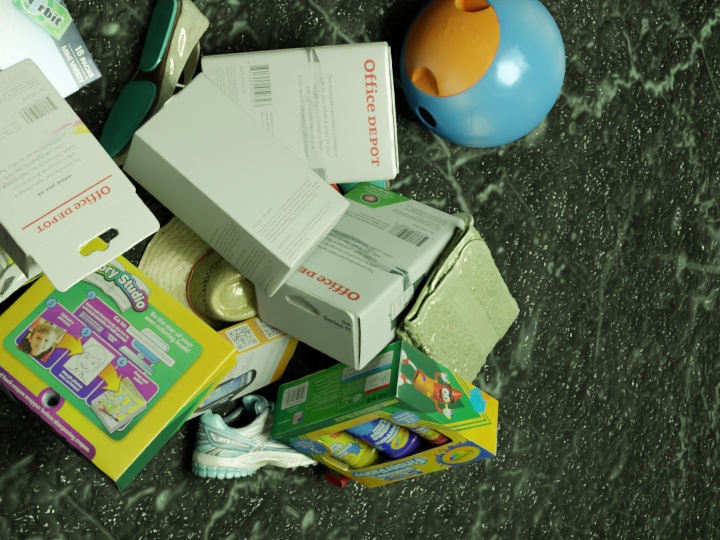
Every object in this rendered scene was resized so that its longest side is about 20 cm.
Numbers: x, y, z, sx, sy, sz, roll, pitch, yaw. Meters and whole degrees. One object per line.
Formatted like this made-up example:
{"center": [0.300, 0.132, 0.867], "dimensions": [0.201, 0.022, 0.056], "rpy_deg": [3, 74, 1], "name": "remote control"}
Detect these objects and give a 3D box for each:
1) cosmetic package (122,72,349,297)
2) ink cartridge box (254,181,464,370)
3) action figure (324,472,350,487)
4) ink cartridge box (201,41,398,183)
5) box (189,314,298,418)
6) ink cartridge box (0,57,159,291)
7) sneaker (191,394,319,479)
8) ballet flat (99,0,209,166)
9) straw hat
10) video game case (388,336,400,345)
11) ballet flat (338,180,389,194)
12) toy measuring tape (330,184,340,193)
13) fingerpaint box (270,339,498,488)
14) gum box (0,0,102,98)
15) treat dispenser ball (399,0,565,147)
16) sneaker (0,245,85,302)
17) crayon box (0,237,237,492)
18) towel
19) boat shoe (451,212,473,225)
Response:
{"center": [-0.124, -0.085, 1.023], "dimensions": [0.200, 0.085, 0.108], "rpy_deg": [42, 59, 0], "name": "cosmetic package"}
{"center": [0.000, 0.000, 1.123], "dimensions": [0.200, 0.147, 0.083], "rpy_deg": [-39, 143, -38], "name": "ink cartridge box"}
{"center": [0.033, 0.213, 1.337], "dimensions": [0.200, 0.052, 0.065], "rpy_deg": [-21, 121, -40], "name": "action figure"}
{"center": [-0.061, -0.167, 1.112], "dimensions": [0.200, 0.083, 0.147], "rpy_deg": [-4, 102, 3], "name": "ink cartridge box"}
{"center": [-0.164, 0.113, 1.132], "dimensions": [0.200, 0.041, 0.119], "rpy_deg": [-19, 154, -33], "name": "box"}
{"center": [-0.285, -0.076, 0.918], "dimensions": [0.117, 0.067, 0.200], "rpy_deg": [-36, 85, -27], "name": "ink cartridge box"}
{"center": [-0.104, 0.189, 1.212], "dimensions": [0.200, 0.078, 0.086], "rpy_deg": [-5, 97, -37], "name": "sneaker"}
{"center": [-0.209, -0.191, 1.075], "dimensions": [0.062, 0.067, 0.200], "rpy_deg": [29, 80, -47], "name": "ballet flat"}
{"center": [-0.141, 0.017, 1.146], "dimensions": [0.201, 0.085, 0.201], "rpy_deg": [-7, 101, -36], "name": "straw hat"}
{"center": [0.038, 0.031, 1.243], "dimensions": [0.200, 0.045, 0.181], "rpy_deg": [35, 73, 5], "name": "video game case"}
{"center": [-0.022, -0.165, 1.220], "dimensions": [0.068, 0.075, 0.200], "rpy_deg": [-26, 119, 13], "name": "ballet flat"}
{"center": [-0.087, -0.085, 1.180], "dimensions": [0.200, 0.074, 0.074], "rpy_deg": [7, 93, -38], "name": "toy measuring tape"}
{"center": [0.027, 0.170, 1.160], "dimensions": [0.167, 0.200, 0.073], "rpy_deg": [35, 48, -34], "name": "fingerpaint box"}
{"center": [-0.369, -0.211, 0.958], "dimensions": [0.200, 0.045, 0.170], "rpy_deg": [-38, 119, -26], "name": "gum box"}
{"center": [0.149, -0.251, 1.253], "dimensions": [0.201, 0.201, 0.201], "rpy_deg": [-7, 102, -37], "name": "treat dispenser ball"}
{"center": [-0.343, -0.005, 0.986], "dimensions": [0.200, 0.085, 0.075], "rpy_deg": [-25, 93, -7], "name": "sneaker"}
{"center": [-0.253, 0.086, 1.016], "dimensions": [0.200, 0.058, 0.173], "rpy_deg": [38, 68, 10], "name": "crayon box"}
{"center": [0.115, 0.053, 1.153], "dimensions": [0.148, 0.036, 0.200], "rpy_deg": [-55, 146, -14], "name": "towel"}
{"center": [0.080, 0.006, 1.324], "dimensions": [0.199, 0.074, 0.066], "rpy_deg": [-45, 124, -23], "name": "boat shoe"}
